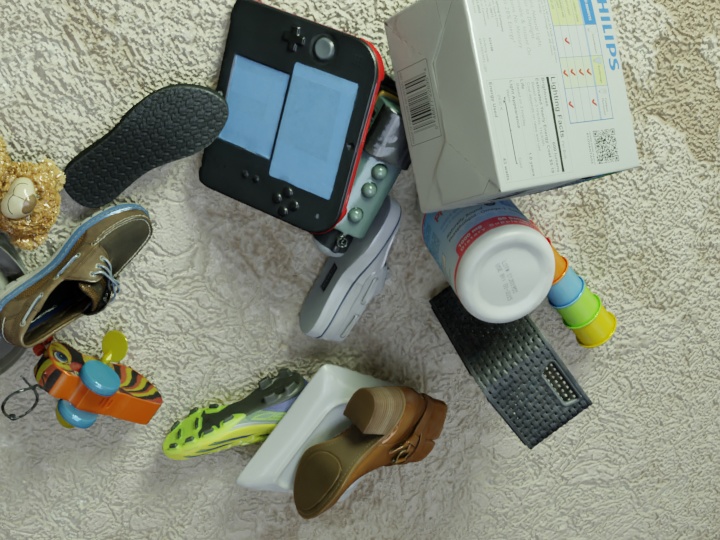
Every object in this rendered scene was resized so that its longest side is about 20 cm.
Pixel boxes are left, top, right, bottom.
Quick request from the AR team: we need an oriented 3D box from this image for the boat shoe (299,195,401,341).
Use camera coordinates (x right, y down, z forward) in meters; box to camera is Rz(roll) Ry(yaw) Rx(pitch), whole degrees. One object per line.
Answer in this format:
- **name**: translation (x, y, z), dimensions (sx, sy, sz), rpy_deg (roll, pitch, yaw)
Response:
- **boat shoe**: translation (0.000, 0.000, 1.083), dimensions (0.065, 0.074, 0.201), rpy_deg (19, 121, -29)

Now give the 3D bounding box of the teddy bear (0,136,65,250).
- **teddy bear**: translation (-0.389, -0.091, 0.898), dimensions (0.199, 0.067, 0.146), rpy_deg (38, 60, -15)

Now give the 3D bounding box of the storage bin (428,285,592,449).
- **storage bin**: translation (0.174, 0.095, 1.099), dimensions (0.093, 0.201, 0.135), rpy_deg (-37, 121, 6)

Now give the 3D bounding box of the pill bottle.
- **pill bottle**: translation (0.128, -0.038, 1.014), dimensions (0.107, 0.201, 0.110), rpy_deg (-7, 120, -12)

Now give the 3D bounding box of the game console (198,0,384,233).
- **game console**: translation (-0.074, -0.153, 0.934), dimensions (0.175, 0.031, 0.202), rpy_deg (22, 110, 15)

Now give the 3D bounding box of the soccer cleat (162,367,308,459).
- **soccer cleat**: translation (-0.147, 0.195, 1.145), dimensions (0.198, 0.065, 0.084), rpy_deg (-25, 124, -2)

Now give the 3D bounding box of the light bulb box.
- **light bulb box**: translation (0.152, -0.174, 0.914), dimensions (0.198, 0.124, 0.201), rpy_deg (-12, 91, -35)

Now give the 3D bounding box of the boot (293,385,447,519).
- **boot**: translation (0.017, 0.230, 1.142), dimensions (0.154, 0.074, 0.201), rpy_deg (14, 118, -47)

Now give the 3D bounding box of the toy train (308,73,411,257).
- **toy train**: translation (-0.001, -0.111, 0.990), dimensions (0.084, 0.114, 0.201), rpy_deg (23, 110, -24)

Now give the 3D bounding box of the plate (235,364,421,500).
- **plate**: translation (-0.030, 0.220, 1.175), dimensions (0.199, 0.032, 0.200), rpy_deg (22, 110, -45)

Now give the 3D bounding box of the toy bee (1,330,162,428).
- **toy bee**: translation (-0.318, 0.113, 1.045), dimensions (0.130, 0.109, 0.200), rpy_deg (-39, 146, -2)

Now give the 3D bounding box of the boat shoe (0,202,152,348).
- **boat shoe**: translation (-0.288, 0.011, 0.966), dimensions (0.200, 0.072, 0.073), rpy_deg (-44, 142, -18)

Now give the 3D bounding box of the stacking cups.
- **stacking cups**: translation (0.254, 0.013, 1.162), dimensions (0.060, 0.061, 0.200), rpy_deg (-37, 120, 6)

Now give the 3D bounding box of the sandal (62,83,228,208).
- **sandal**: translation (-0.226, -0.139, 0.958), dimensions (0.199, 0.048, 0.076), rpy_deg (-27, 123, 15)

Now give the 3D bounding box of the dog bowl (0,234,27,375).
- **dog bowl**: translation (-0.443, 0.030, 0.976), dimensions (0.197, 0.059, 0.203), rpy_deg (-6, 119, -11)
